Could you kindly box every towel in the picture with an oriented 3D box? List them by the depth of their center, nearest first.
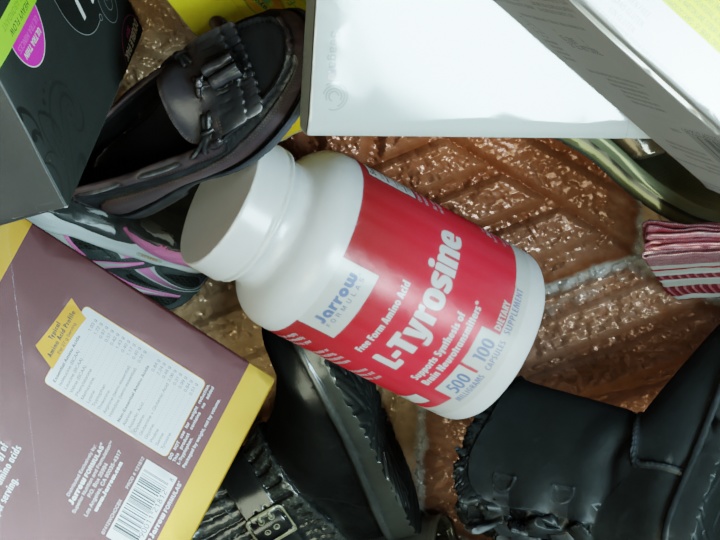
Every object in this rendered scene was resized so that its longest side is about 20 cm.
[{"bbox_3d":[0.238,-0.008,1.435,0.143,0.200,0.023,-3,82,11],"label":"towel"}]

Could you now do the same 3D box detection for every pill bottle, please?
[{"bbox_3d":[0.000,0.000,1.483,0.199,0.113,0.112,27,124,-23],"label":"pill bottle"}]

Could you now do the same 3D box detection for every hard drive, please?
[{"bbox_3d":[0.070,-0.138,1.368,0.199,0.026,0.133,0,107,-13],"label":"hard drive"}]

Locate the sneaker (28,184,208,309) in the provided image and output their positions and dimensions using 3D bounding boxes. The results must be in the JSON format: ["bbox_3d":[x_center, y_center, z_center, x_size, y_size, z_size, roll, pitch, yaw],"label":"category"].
[{"bbox_3d":[-0.181,-0.027,1.538,0.199,0.081,0.087,25,135,-1],"label":"sneaker"}]

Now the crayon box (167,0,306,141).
[{"bbox_3d":[0.000,-0.172,1.424,0.199,0.051,0.127,-27,116,23],"label":"crayon box"}]

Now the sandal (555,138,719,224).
[{"bbox_3d":[0.162,-0.081,1.448,0.200,0.080,0.057,33,109,-13],"label":"sandal"}]

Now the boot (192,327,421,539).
[{"bbox_3d":[-0.064,0.112,1.599,0.157,0.080,0.212,-15,121,11],"label":"boot"}]

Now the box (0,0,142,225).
[{"bbox_3d":[-0.222,-0.129,1.397,0.124,0.200,0.149,-15,121,18],"label":"box"}]

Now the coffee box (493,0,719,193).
[{"bbox_3d":[0.200,-0.164,1.269,0.200,0.200,0.198,39,89,-16],"label":"coffee box"}]

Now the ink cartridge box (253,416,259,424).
[{"bbox_3d":[-0.171,0.073,1.628,0.200,0.037,0.095,36,122,-18],"label":"ink cartridge box"}]

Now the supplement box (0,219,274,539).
[{"bbox_3d":[-0.198,0.098,1.485,0.200,0.198,0.133,34,164,-22],"label":"supplement box"}]

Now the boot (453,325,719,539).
[{"bbox_3d":[0.157,0.095,1.521,0.162,0.199,0.073,9,146,30],"label":"boot"}]

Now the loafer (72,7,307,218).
[{"bbox_3d":[-0.101,-0.084,1.423,0.063,0.072,0.200,1,154,-44],"label":"loafer"}]

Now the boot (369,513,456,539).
[{"bbox_3d":[-0.033,0.253,1.652,0.199,0.183,0.073,-6,151,15],"label":"boot"}]
